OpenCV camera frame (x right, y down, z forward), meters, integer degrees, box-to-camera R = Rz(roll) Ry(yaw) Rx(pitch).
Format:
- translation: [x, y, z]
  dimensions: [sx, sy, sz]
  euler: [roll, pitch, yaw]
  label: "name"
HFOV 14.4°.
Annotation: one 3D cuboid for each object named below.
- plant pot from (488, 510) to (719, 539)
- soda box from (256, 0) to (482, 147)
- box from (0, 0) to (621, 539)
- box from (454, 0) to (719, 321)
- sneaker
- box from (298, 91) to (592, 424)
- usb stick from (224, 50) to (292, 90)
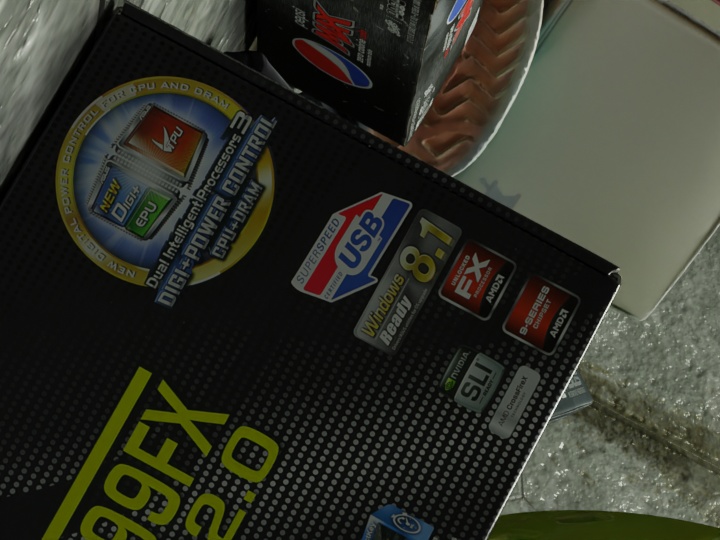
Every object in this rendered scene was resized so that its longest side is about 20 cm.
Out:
- translation: [0.014, 0.191, 1.067]
  dimensions: [0.200, 0.181, 0.199]
  euler: [-13, 109, -42]
  label: "plant pot"
- translation: [0.006, -0.108, 1.000]
  dimensions: [0.063, 0.071, 0.200]
  euler: [-60, 176, -12]
  label: "soda box"
- translation: [-0.044, 0.051, 0.776]
  dimensions: [0.200, 0.160, 0.044]
  euler: [-60, 178, -14]
  label: "box"
- translation: [0.108, -0.091, 1.234]
  dimensions: [0.128, 0.109, 0.200]
  euler: [-55, -167, 23]
  label: "box"
- translation: [0.045, -0.132, 1.140]
  dimensions: [0.080, 0.071, 0.200]
  euler: [-35, 138, -84]
  label: "sneaker"
- translation: [0.024, 0.003, 1.202]
  dimensions: [0.051, 0.158, 0.200]
  euler: [-26, 175, 16]
  label: "box"
- translation: [0.000, 0.000, 1.033]
  dimensions: [0.033, 0.200, 0.056]
  euler: [-8, -133, 39]
  label: "usb stick"
